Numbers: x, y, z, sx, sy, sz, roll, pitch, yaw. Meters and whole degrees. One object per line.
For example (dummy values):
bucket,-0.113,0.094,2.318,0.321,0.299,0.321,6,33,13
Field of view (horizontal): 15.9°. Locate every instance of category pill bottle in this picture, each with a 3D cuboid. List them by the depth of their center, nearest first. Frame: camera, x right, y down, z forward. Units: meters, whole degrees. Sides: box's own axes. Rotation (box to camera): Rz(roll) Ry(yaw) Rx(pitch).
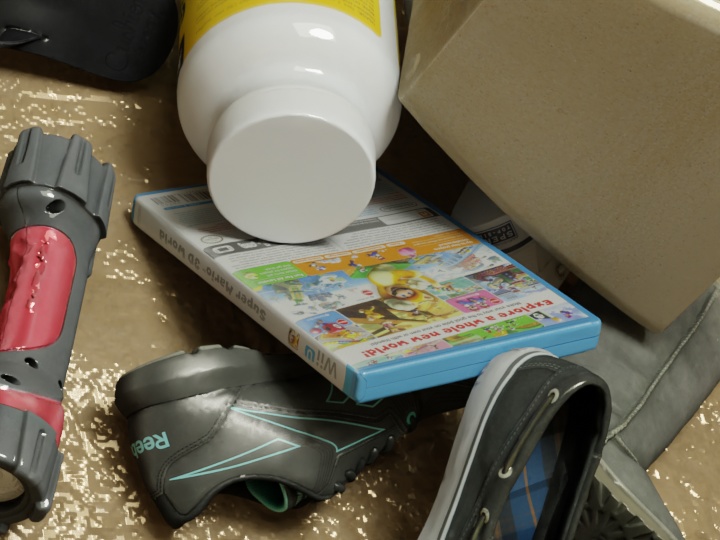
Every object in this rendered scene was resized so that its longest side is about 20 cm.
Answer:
pill bottle,-0.036,-0.109,1.295,0.112,0.112,0.200,17,38,-17

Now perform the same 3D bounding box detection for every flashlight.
flashlight,-0.157,0.022,1.185,0.068,0.068,0.200,17,51,-13

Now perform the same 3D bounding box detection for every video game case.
video game case,0.000,0.000,1.252,0.143,0.018,0.200,-10,31,-34

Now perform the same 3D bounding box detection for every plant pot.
plant pot,0.131,-0.126,1.266,0.177,0.200,0.200,25,45,-17

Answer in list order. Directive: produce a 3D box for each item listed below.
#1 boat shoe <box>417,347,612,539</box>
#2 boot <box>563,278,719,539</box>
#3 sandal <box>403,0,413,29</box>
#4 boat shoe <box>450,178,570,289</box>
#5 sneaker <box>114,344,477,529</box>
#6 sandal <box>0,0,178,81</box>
boat shoe,0.062,0.133,1.161,0.069,0.057,0.200,17,86,-36
boot,0.148,0.086,1.309,0.182,0.073,0.200,58,31,-8
sandal,0.051,-0.179,1.379,0.082,0.203,0.050,-3,30,-13
boat shoe,0.107,-0.047,1.382,0.066,0.072,0.200,63,27,-20
sneaker,-0.020,0.074,1.230,0.200,0.075,0.079,-7,75,-26
sandal,-0.181,-0.138,1.280,0.200,0.076,0.043,5,14,-26
